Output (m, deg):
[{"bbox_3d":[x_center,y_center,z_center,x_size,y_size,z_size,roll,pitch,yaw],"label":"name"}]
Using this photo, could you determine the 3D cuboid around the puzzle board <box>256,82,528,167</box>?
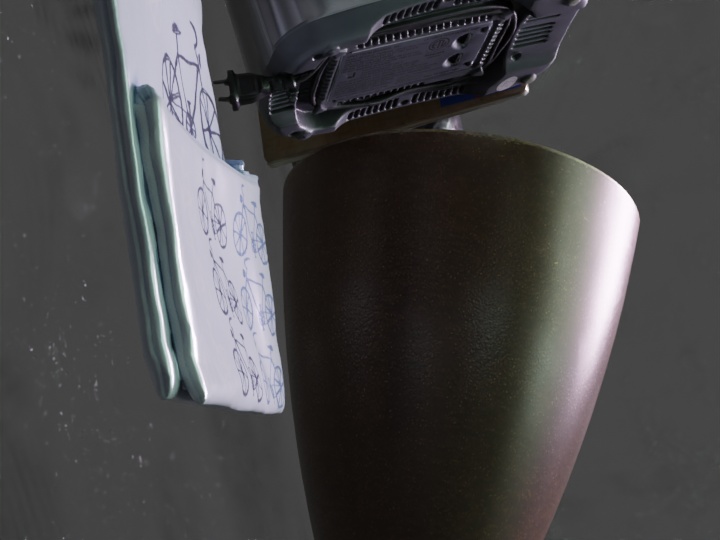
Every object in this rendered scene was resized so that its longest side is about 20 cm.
[{"bbox_3d":[0.007,-0.164,0.907,0.017,0.150,0.201,53,25,-62],"label":"puzzle board"}]

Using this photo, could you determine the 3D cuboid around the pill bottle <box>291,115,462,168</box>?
[{"bbox_3d":[0.016,-0.059,1.027,0.112,0.111,0.201,-96,174,-47],"label":"pill bottle"}]

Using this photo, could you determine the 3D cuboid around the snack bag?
[{"bbox_3d":[-0.063,-0.045,0.591,0.189,0.021,0.201,47,32,-81],"label":"snack bag"}]

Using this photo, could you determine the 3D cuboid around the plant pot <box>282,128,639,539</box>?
[{"bbox_3d":[0.041,0.061,0.796,0.187,0.186,0.201,69,25,-65],"label":"plant pot"}]

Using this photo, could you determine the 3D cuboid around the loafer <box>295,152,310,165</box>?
[{"bbox_3d":[0.000,0.000,0.955,0.071,0.068,0.201,-105,-176,-56],"label":"loafer"}]

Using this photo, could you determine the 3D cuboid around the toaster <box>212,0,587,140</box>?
[{"bbox_3d":[0.005,-0.151,0.793,0.114,0.199,0.130,113,-41,-66],"label":"toaster"}]
